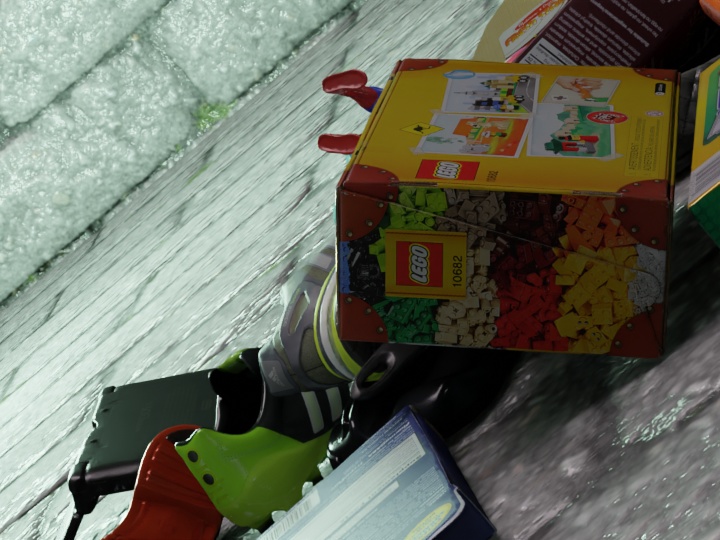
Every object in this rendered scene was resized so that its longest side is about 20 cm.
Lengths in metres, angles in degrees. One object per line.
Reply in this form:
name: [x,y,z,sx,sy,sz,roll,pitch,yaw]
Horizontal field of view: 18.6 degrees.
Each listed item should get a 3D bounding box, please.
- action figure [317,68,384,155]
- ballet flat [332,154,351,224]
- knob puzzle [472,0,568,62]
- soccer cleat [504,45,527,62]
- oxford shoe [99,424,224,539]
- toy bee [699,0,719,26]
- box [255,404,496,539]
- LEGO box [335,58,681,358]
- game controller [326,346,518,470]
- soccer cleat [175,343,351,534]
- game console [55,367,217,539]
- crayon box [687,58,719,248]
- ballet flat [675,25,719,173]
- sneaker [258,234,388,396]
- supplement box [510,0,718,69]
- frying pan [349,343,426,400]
action figure: [0.046,-0.092,1.479,0.052,0.066,0.200,-2,-5,32]
ballet flat: [0.019,-0.059,1.559,0.069,0.069,0.200,-43,-1,-9]
knob puzzle: [0.153,-0.172,1.474,0.219,0.030,0.220,-35,29,22]
soccer cleat: [0.080,-0.078,1.360,0.200,0.067,0.076,-44,8,-10]
oxford shoe: [-0.117,0.173,1.194,0.200,0.071,0.073,-60,-9,-50]
toy bee: [0.278,-0.193,1.171,0.200,0.109,0.131,-43,41,31]
box: [-0.002,0.130,0.990,0.121,0.032,0.200,-41,9,2]
LEGO box: [0.076,-0.036,1.053,0.148,0.077,0.200,3,22,9]
game controller: [0.050,0.041,1.182,0.104,0.042,0.200,-18,21,29]
soccer cleat: [-0.037,0.065,1.246,0.067,0.081,0.200,-33,13,37]
game console: [-0.138,0.151,1.440,0.175,0.117,0.200,-10,14,2]
crayon box: [0.211,-0.074,0.981,0.119,0.058,0.200,-37,11,22]
ballet flat: [0.206,-0.129,1.228,0.200,0.057,0.066,-48,13,-32]
sneaker: [0.000,0.000,1.190,0.081,0.074,0.200,-22,17,30]
supplement box: [0.150,-0.127,1.275,0.200,0.061,0.109,-47,-15,-8]
frying pan: [0.070,0.012,1.123,0.031,0.115,0.190,87,-166,-44]
